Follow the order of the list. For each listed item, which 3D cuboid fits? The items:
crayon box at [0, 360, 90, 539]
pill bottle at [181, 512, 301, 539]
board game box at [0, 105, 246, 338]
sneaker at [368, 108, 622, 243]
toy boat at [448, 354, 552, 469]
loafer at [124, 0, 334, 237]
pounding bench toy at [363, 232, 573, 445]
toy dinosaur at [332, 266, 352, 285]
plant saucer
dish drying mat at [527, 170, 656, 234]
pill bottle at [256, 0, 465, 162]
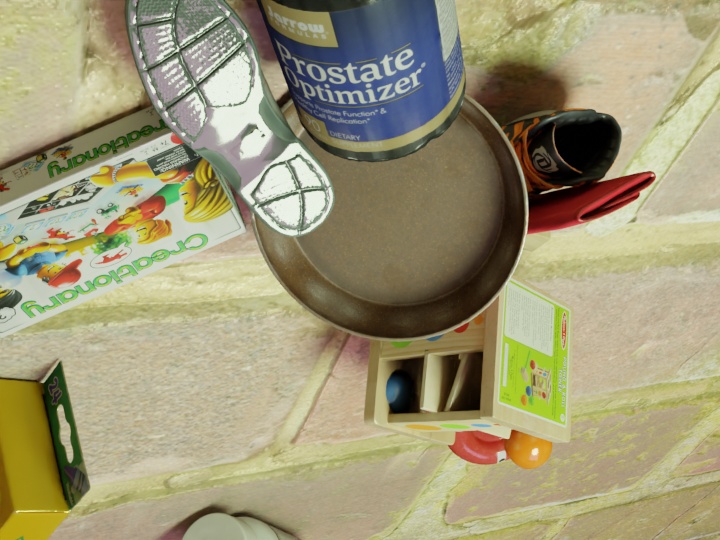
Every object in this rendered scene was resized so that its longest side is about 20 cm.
[{"bbox_3d":[-0.303,0.180,0.850,0.051,0.126,0.200,12,132,-42],"label":"crayon box"},{"bbox_3d":[-0.126,0.356,1.217,0.109,0.110,0.200,-30,146,9],"label":"pill bottle"},{"bbox_3d":[-0.191,-0.033,0.708,0.199,0.035,0.126,-24,147,-1],"label":"board game box"},{"bbox_3d":[0.102,-0.077,0.753,0.200,0.078,0.112,-27,-173,-14],"label":"sneaker"},{"bbox_3d":[0.161,0.154,1.098,0.130,0.131,0.200,-13,145,-15],"label":"toy boat"},{"bbox_3d":[-0.087,-0.105,0.643,0.072,0.063,0.200,-35,125,-3],"label":"loafer"},{"bbox_3d":[0.096,0.050,0.935,0.156,0.201,0.124,-9,158,40],"label":"pounding bench toy"},{"bbox_3d":[0.000,0.000,0.828,0.088,0.048,0.200,12,164,-33],"label":"toy dinosaur"},{"bbox_3d":[0.020,-0.048,0.727,0.200,0.200,0.034,-42,-174,25],"label":"plant saucer"},{"bbox_3d":[0.132,-0.041,0.775,0.077,0.018,0.200,-27,-172,-24],"label":"dish drying mat"},{"bbox_3d":[-0.004,-0.162,0.577,0.112,0.112,0.200,-23,146,-2],"label":"pill bottle"}]
